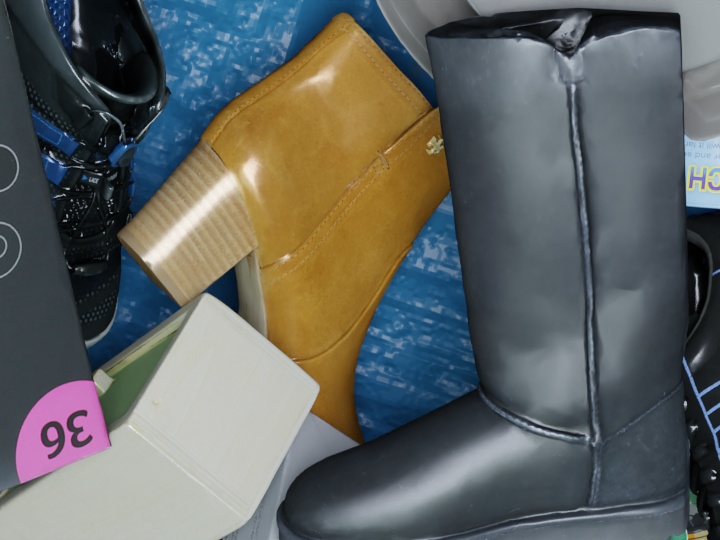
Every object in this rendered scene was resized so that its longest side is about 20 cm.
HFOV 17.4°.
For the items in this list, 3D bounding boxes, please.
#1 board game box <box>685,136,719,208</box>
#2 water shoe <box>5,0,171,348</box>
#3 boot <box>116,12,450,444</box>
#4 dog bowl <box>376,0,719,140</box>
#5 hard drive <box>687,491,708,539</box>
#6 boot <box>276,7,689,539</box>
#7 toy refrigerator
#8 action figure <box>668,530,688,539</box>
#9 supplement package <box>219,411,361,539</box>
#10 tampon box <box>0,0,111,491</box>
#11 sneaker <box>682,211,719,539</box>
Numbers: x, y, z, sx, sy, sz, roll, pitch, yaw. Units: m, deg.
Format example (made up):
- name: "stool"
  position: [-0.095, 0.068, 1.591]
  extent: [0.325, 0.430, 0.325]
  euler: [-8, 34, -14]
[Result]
- name: "board game box"
  position: [0.154, -0.126, 0.952]
  extent: [0.199, 0.056, 0.196]
  euler: [5, 110, 2]
- name: "water shoe"
  position: [-0.118, -0.058, 0.945]
  extent: [0.079, 0.071, 0.201]
  euler: [12, 113, 45]
- name: "boot"
  position: [-0.001, -0.001, 1.001]
  extent: [0.144, 0.071, 0.201]
  euler: [-41, 129, -8]
- name: "dog bowl"
  position: [0.100, -0.140, 0.861]
  extent: [0.199, 0.059, 0.201]
  euler: [2, 129, 2]
- name: "hard drive"
  position: [0.149, 0.122, 1.050]
  extent: [0.199, 0.038, 0.140]
  euler: [3, 110, 4]
- name: "boot"
  position: [0.043, 0.006, 0.868]
  extent: [0.164, 0.066, 0.201]
  euler: [-7, 114, -7]
- name: "toy refrigerator"
  position: [-0.109, 0.087, 0.982]
  extent: [0.070, 0.076, 0.200]
  euler: [40, 141, -14]
- name: "action figure"
  position: [0.094, 0.076, 0.970]
  extent: [0.055, 0.118, 0.201]
  euler: [-17, 94, -33]
- name: "supplement package"
  position: [-0.021, 0.203, 0.991]
  extent: [0.191, 0.147, 0.200]
  euler: [35, 127, -18]
- name: "tampon box"
  position: [-0.203, -0.011, 0.870]
  extent: [0.150, 0.126, 0.201]
  euler: [-21, 109, -27]
- name: "sneaker"
  position: [0.155, 0.070, 0.972]
  extent: [0.078, 0.070, 0.201]
  euler: [7, 66, -4]
